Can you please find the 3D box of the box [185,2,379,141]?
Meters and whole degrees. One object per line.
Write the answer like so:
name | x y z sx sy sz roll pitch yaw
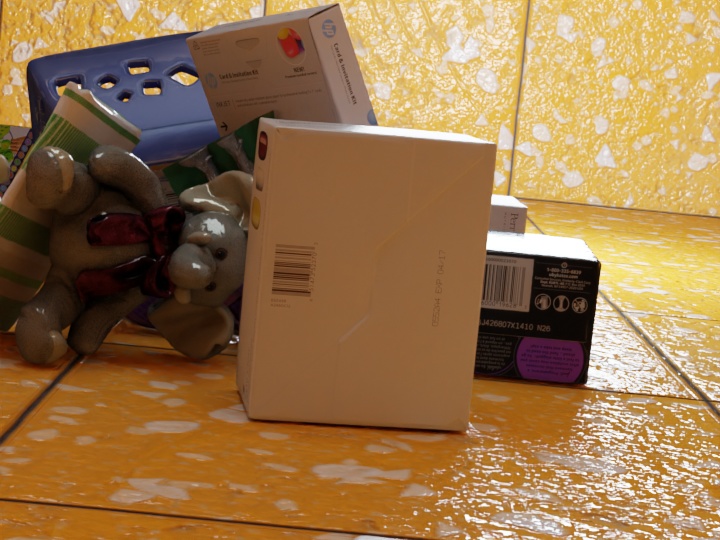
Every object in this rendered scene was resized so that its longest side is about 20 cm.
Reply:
box | -0.050 -0.107 1.438 0.156 0.200 0.041 -1 24 47

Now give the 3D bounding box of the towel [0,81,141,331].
towel | -0.251 -0.045 1.380 0.023 0.200 0.153 33 -2 12

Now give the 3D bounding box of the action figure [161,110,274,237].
action figure | -0.071 -0.016 1.440 0.118 0.200 0.055 -25 10 32

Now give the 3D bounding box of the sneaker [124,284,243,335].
sneaker | -0.109 0.023 1.508 0.200 0.081 0.088 4 15 -19

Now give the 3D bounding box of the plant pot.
plant pot | -0.183 -0.081 1.591 0.200 0.200 0.180 -10 35 -13

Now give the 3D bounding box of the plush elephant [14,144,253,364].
plush elephant | -0.156 -0.011 1.358 0.155 0.165 0.200 10 10 11

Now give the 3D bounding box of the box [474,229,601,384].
box | 0.136 0.025 1.537 0.122 0.106 0.200 6 7 1

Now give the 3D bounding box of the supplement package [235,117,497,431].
supplement package | 0.000 0.000 1.247 0.156 0.200 0.111 4 7 -9

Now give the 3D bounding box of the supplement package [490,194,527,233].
supplement package | 0.058 -0.020 1.782 0.200 0.121 0.120 5 7 -2

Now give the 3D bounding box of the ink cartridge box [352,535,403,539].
ink cartridge box | 0.037 0.152 0.596 0.116 0.067 0.200 6 8 6

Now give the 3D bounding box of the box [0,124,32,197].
box | -0.321 -0.082 1.898 0.193 0.122 0.200 7 -1 9

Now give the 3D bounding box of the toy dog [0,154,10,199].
toy dog | -0.382 -0.028 1.563 0.194 0.140 0.200 -30 0 14
